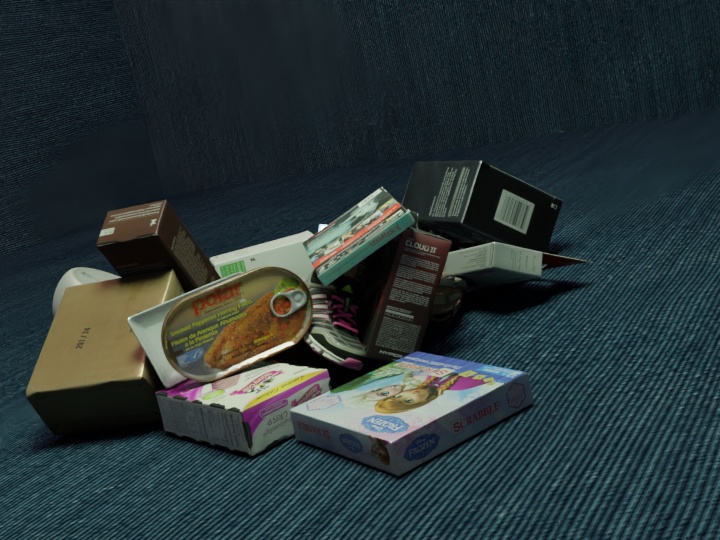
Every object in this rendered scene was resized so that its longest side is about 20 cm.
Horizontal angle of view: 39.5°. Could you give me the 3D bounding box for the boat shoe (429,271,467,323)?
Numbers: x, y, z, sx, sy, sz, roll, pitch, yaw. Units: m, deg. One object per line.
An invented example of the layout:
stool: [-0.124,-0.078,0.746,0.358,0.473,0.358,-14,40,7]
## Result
boat shoe: [0.114,0.042,1.494,0.076,0.072,0.200,4,-5,17]

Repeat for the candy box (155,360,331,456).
candy box: [-0.146,0.164,1.256,0.136,0.061,0.200,-23,16,-39]

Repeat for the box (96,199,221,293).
box: [-0.286,-0.005,1.463,0.100,0.200,0.075,-9,49,18]

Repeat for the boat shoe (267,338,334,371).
boat shoe: [-0.125,0.085,1.360,0.073,0.200,0.063,-57,30,-2]

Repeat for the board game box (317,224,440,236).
board game box: [0.033,-0.025,1.674,0.200,0.034,0.135,6,-23,7]

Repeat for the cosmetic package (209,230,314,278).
cosmetic package: [-0.172,0.004,1.887,0.200,0.108,0.085,-17,13,-11]

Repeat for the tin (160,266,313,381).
tin: [-0.158,0.065,1.281,0.200,0.112,0.042,-23,14,-14]

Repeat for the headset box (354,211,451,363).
headset box: [0.047,0.017,1.375,0.075,0.200,0.149,15,5,-18]

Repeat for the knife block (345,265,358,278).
knife block: [0.000,0.000,1.500,0.200,0.176,0.064,-22,9,12]

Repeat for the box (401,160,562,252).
box: [0.208,-0.106,1.763,0.197,0.118,0.200,21,-6,-30]

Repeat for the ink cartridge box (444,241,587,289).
ink cartridge box: [0.219,0.002,1.552,0.173,0.044,0.200,11,-11,-25]

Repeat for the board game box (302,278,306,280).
board game box: [-0.145,0.063,1.713,0.199,0.041,0.200,-23,17,-40]

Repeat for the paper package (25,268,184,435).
paper package: [-0.337,0.114,1.395,0.190,0.104,0.200,-9,44,16]

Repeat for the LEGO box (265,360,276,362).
LEGO box: [-0.208,0.111,1.515,0.200,0.077,0.149,-9,13,18]

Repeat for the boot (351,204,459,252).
boot: [0.062,-0.044,1.739,0.097,0.200,0.075,125,166,-55]

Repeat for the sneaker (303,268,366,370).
sneaker: [-0.032,0.053,1.338,0.074,0.087,0.200,25,19,-30]

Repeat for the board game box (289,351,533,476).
board game box: [0.055,0.154,1.138,0.199,0.041,0.200,-22,15,-33]

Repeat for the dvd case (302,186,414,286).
dvd case: [-0.007,-0.051,1.366,0.146,0.022,0.200,-36,18,0]

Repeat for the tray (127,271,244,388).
tray: [-0.211,0.079,1.352,0.200,0.107,0.022,-25,-11,-42]

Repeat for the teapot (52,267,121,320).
teapot: [-0.437,0.095,1.686,0.200,0.146,0.197,19,10,-42]
